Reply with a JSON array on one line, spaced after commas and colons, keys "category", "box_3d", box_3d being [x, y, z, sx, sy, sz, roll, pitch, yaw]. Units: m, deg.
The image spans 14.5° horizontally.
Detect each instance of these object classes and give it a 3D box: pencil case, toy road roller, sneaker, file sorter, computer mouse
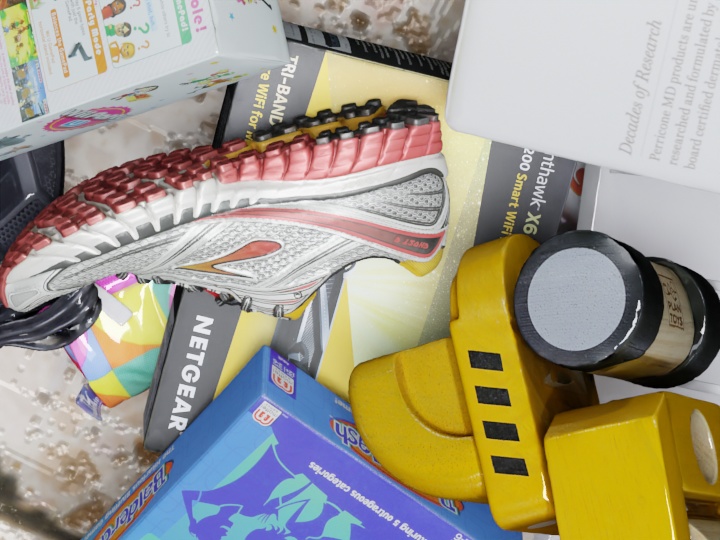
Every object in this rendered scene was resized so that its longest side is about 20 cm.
[{"category": "pencil case", "box_3d": [-0.059, -0.006, 1.338, 0.200, 0.088, 0.088, -26, 105, 0]}, {"category": "toy road roller", "box_3d": [0.083, 0.083, 1.197, 0.146, 0.123, 0.200, -16, 77, 22]}, {"category": "sneaker", "box_3d": [-0.056, -0.010, 1.201, 0.200, 0.078, 0.082, -13, 105, 0]}, {"category": "file sorter", "box_3d": [0.182, 0.053, 1.309, 0.139, 0.125, 0.200, 7, 91, -32]}, {"category": "computer mouse", "box_3d": [-0.182, -0.052, 1.315, 0.138, 0.053, 0.200, -14, 81, 28]}]

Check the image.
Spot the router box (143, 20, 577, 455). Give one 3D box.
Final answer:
[{"category": "router box", "box_3d": [0.000, 0.000, 1.277, 0.157, 0.052, 0.200, 13, 104, -8]}]

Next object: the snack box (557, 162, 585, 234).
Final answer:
[{"category": "snack box", "box_3d": [0.139, 0.032, 1.394, 0.072, 0.024, 0.200, -36, 104, 3]}]

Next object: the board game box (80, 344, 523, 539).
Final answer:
[{"category": "board game box", "box_3d": [-0.047, 0.149, 1.280, 0.152, 0.045, 0.200, 35, 115, -19]}]

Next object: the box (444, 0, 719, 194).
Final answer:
[{"category": "box", "box_3d": [0.147, -0.169, 1.212, 0.171, 0.199, 0.200, 13, 127, 6]}]

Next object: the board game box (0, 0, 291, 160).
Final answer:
[{"category": "board game box", "box_3d": [-0.142, -0.132, 1.232, 0.200, 0.064, 0.148, -16, 81, 28]}]
